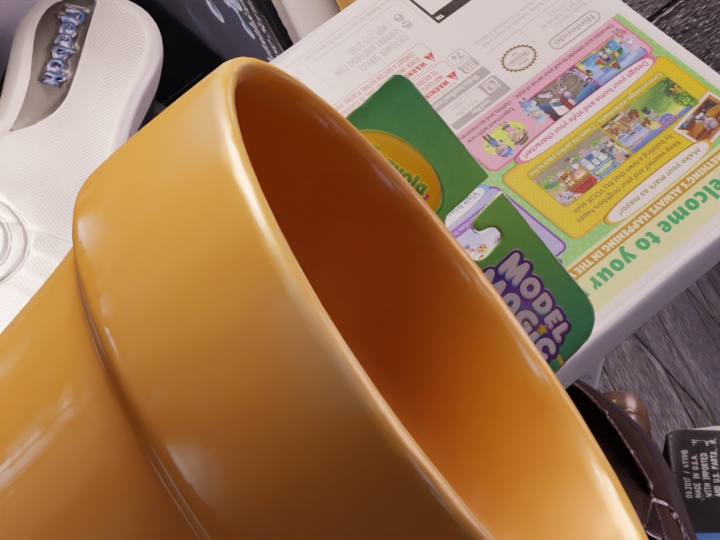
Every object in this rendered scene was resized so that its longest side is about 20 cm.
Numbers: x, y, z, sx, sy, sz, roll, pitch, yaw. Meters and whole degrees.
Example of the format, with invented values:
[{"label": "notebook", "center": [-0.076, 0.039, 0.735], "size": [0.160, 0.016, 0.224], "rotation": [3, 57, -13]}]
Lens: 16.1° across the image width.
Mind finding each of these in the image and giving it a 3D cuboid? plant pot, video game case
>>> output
[{"label": "plant pot", "center": [-0.044, 0.077, 0.690], "size": [0.200, 0.183, 0.200], "rotation": [50, 13, -16]}, {"label": "video game case", "center": [0.045, -0.038, 0.983], "size": [0.182, 0.200, 0.022], "rotation": [41, -27, 25]}]

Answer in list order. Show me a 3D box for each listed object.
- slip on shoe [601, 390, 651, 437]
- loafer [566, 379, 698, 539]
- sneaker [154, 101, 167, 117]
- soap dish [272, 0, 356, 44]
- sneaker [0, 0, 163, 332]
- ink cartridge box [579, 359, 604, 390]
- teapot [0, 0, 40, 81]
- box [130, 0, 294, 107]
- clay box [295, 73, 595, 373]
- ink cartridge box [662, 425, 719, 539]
[{"label": "slip on shoe", "center": [0.113, 0.117, 1.331], "size": [0.200, 0.076, 0.061], "rotation": [97, 2, -70]}, {"label": "loafer", "center": [0.106, 0.111, 1.099], "size": [0.071, 0.073, 0.200], "rotation": [41, 11, -52]}, {"label": "sneaker", "center": [-0.077, 0.010, 0.998], "size": [0.200, 0.087, 0.076], "rotation": [59, 12, 25]}, {"label": "soap dish", "center": [0.002, -0.131, 1.247], "size": [0.157, 0.081, 0.201], "rotation": [-120, -175, -73]}, {"label": "sneaker", "center": [-0.119, 0.002, 0.905], "size": [0.073, 0.112, 0.200], "rotation": [18, 45, 4]}, {"label": "ink cartridge box", "center": [0.067, 0.077, 1.272], "size": [0.057, 0.201, 0.163], "rotation": [11, 21, -14]}, {"label": "teapot", "center": [-0.177, -0.157, 0.952], "size": [0.145, 0.198, 0.201], "rotation": [20, -37, 17]}, {"label": "box", "center": [-0.107, -0.096, 1.144], "size": [0.200, 0.107, 0.149], "rotation": [39, 18, -50]}, {"label": "clay box", "center": [-0.035, 0.036, 0.800], "size": [0.115, 0.200, 0.048], "rotation": [50, 2, -22]}, {"label": "ink cartridge box", "center": [0.169, 0.217, 1.278], "size": [0.199, 0.043, 0.201], "rotation": [-90, 180, -46]}]
